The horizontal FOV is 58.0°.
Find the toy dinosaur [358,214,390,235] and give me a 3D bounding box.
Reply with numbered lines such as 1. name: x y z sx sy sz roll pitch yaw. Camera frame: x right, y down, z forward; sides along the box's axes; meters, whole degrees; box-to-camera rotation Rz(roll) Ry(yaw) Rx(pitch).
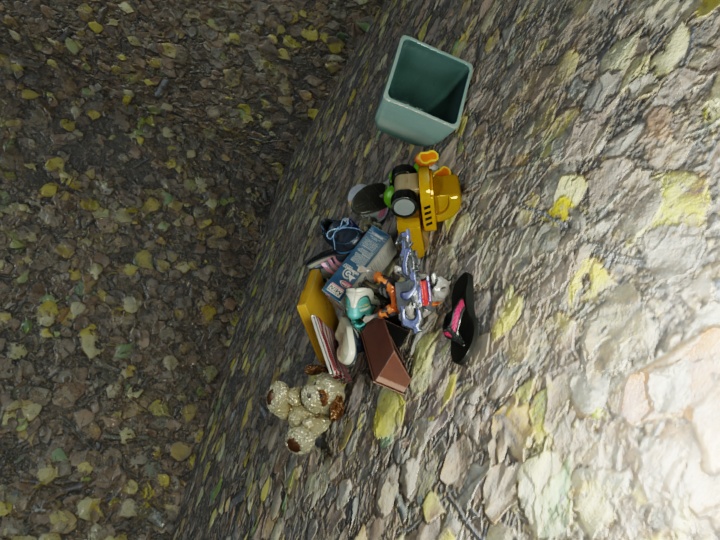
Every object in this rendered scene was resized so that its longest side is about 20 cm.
1. toy dinosaur: 0.015 -0.072 1.698 0.200 0.102 0.077 -51 23 39

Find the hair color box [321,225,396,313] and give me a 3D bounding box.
1. hair color box: 0.000 0.000 1.557 0.200 0.060 0.100 -52 -24 -11

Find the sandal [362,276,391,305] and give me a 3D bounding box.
1. sandal: 0.064 0.042 1.454 0.055 0.082 0.200 -51 11 -10

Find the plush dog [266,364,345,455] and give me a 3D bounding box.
1. plush dog: -0.104 0.322 1.548 0.172 0.160 0.200 -49 50 17

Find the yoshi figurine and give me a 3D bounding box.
1. yoshi figurine: 0.120 -0.196 1.536 0.200 0.112 0.113 138 144 -61

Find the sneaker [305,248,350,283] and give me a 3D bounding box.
1. sneaker: -0.047 -0.017 1.675 0.200 0.082 0.070 -15 22 40

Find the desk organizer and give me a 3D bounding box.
1. desk organizer: 0.060 0.157 1.324 0.077 0.072 0.200 -59 18 17

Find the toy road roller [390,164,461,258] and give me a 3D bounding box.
1. toy road roller: 0.145 -0.131 1.400 0.123 0.146 0.200 -85 -13 -45

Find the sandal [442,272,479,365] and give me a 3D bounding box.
1. sandal: 0.167 0.080 1.133 0.075 0.045 0.200 -52 23 41

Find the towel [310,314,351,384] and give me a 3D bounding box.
1. towel: -0.065 0.181 1.483 0.200 0.023 0.144 63 -174 -74

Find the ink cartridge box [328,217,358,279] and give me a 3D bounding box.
1. ink cartridge box: -0.035 -0.042 1.816 0.044 0.094 0.200 -18 46 32

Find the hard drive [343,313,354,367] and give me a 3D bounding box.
1. hard drive: -0.023 0.152 1.662 0.132 0.026 0.200 -34 36 62

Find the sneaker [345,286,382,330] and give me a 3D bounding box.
1. sneaker: 0.000 0.095 1.460 0.200 0.077 0.080 52 -138 -69

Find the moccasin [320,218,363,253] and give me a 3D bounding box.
1. moccasin: -0.059 -0.091 1.639 0.080 0.068 0.200 -40 24 -17

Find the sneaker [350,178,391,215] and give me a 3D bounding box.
1. sneaker: 0.053 -0.181 1.687 0.200 0.076 0.115 -32 -11 -23

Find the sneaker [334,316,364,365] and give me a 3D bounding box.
1. sneaker: -0.006 0.162 1.479 0.200 0.084 0.075 -103 32 -72

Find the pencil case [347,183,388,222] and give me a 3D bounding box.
1. pencil case: 0.019 -0.194 1.876 0.091 0.083 0.200 -63 18 7

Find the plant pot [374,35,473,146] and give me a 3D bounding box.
1. plant pot: 0.140 -0.425 1.642 0.200 0.195 0.197 133 155 -67

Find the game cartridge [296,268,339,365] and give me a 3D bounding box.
1. game cartridge: -0.103 0.115 1.620 0.032 0.177 0.200 -14 22 14

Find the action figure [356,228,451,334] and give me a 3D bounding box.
1. action figure: 0.089 0.021 1.284 0.193 0.105 0.201 0 89 34
